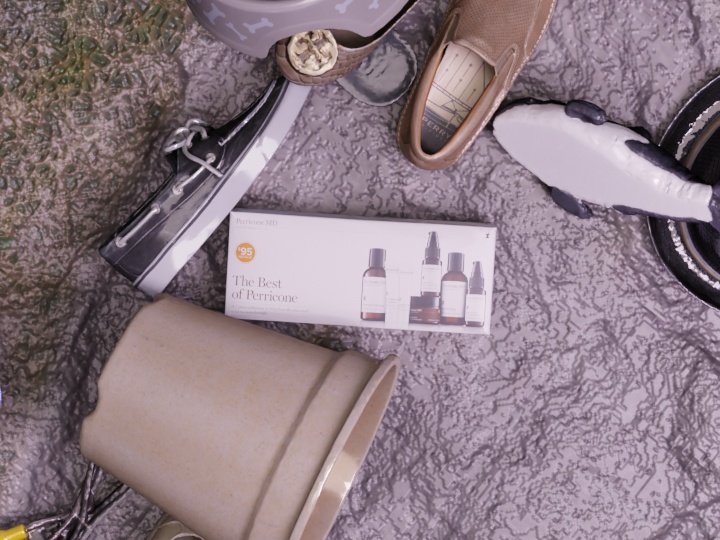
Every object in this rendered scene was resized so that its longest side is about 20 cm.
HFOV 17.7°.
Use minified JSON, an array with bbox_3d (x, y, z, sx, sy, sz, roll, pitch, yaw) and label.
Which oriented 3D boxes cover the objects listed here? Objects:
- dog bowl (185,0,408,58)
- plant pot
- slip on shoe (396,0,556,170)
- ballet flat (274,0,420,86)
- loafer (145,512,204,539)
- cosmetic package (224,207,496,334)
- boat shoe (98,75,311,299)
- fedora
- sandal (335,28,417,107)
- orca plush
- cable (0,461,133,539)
[{"bbox_3d":[-0.047,-0.253,1.662,0.199,0.059,0.201,-5,68,14],"label":"dog bowl"},{"bbox_3d":[-0.095,0.113,1.671,0.183,0.200,0.201,26,94,8],"label":"plant pot"},{"bbox_3d":[0.087,-0.166,1.705,0.076,0.061,0.201,31,94,-1],"label":"slip on shoe"},{"bbox_3d":[0.020,-0.207,1.679,0.200,0.046,0.068,-38,99,-4],"label":"ballet flat"},{"bbox_3d":[-0.165,0.259,1.735,0.075,0.068,0.201,29,94,-1],"label":"loafer"},{"bbox_3d":[0.000,0.000,1.724,0.199,0.051,0.083,3,93,1],"label":"cosmetic package"},{"bbox_3d":[-0.117,-0.076,1.710,0.068,0.074,0.200,39,98,-8],"label":"boat shoe"},{"bbox_3d":[0.306,-0.060,1.690,0.199,0.092,0.202,0,93,2],"label":"fedora"},{"bbox_3d":[-0.042,-0.198,1.713,0.200,0.048,0.076,35,93,0],"label":"sandal"},{"bbox_3d":[0.198,-0.093,1.692,0.199,0.071,0.106,10,132,35],"label":"orca plush"},{"bbox_3d":[-0.223,0.201,1.741,0.200,0.050,0.097,-38,91,4],"label":"cable"}]
